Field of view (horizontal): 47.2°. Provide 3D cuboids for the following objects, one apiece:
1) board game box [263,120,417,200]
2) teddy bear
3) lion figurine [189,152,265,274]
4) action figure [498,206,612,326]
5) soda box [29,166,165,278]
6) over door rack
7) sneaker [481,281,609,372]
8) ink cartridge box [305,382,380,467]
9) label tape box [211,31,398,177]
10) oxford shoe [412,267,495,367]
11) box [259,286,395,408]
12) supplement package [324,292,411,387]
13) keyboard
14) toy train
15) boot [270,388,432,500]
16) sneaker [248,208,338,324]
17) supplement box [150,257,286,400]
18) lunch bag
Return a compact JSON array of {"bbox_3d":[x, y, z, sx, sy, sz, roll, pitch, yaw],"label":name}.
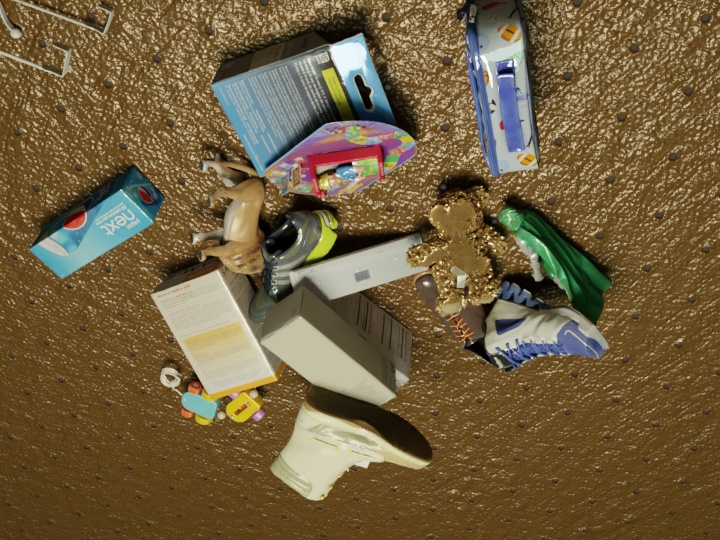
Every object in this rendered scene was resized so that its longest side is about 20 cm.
[{"bbox_3d":[-0.021,-0.124,1.058,0.158,0.039,0.200,9,155,-40],"label":"board game box"},{"bbox_3d":[0.138,-0.027,1.156,0.145,0.067,0.200,-28,120,8],"label":"teddy bear"},{"bbox_3d":[-0.169,-0.077,1.158,0.122,0.072,0.200,-6,130,-33],"label":"lion figurine"},{"bbox_3d":[0.264,-0.019,1.144,0.200,0.118,0.055,45,130,-15],"label":"action figure"},{"bbox_3d":[-0.384,-0.067,1.199,0.200,0.064,0.068,-27,121,25],"label":"soda box"},{"bbox_3d":[-0.415,-0.278,0.978,0.200,0.148,0.067,10,127,0],"label":"over door rack"},{"bbox_3d":[0.242,0.099,1.156,0.115,0.199,0.081,-53,127,-8],"label":"sneaker"},{"bbox_3d":[-0.032,0.237,1.307,0.116,0.200,0.068,17,114,-6],"label":"ink cartridge box"},{"bbox_3d":[-0.065,-0.215,1.040,0.200,0.066,0.143,-15,126,15],"label":"label tape box"},{"bbox_3d":[0.156,0.070,1.235,0.200,0.073,0.071,38,125,-21],"label":"oxford shoe"},{"bbox_3d":[-0.042,0.117,1.155,0.082,0.068,0.200,-32,120,25],"label":"box"},{"bbox_3d":[-0.030,0.104,1.262,0.200,0.110,0.114,38,122,-22],"label":"supplement package"},{"bbox_3d":[0.000,0.000,1.171,0.200,0.011,0.056,-17,105,-13],"label":"keyboard"},{"bbox_3d":[-0.230,0.187,1.396,0.200,0.056,0.150,-12,112,22],"label":"toy train"},{"bbox_3d":[-0.014,0.266,1.171,0.200,0.072,0.155,23,116,-9],"label":"boot"},{"bbox_3d":[-0.115,-0.009,1.176,0.081,0.074,0.200,12,117,-44],"label":"sneaker"},{"bbox_3d":[-0.213,0.086,1.268,0.126,0.074,0.200,-18,110,20],"label":"supplement box"},{"bbox_3d":[0.161,-0.218,0.945,0.075,0.160,0.200,-8,128,13],"label":"lunch bag"}]
